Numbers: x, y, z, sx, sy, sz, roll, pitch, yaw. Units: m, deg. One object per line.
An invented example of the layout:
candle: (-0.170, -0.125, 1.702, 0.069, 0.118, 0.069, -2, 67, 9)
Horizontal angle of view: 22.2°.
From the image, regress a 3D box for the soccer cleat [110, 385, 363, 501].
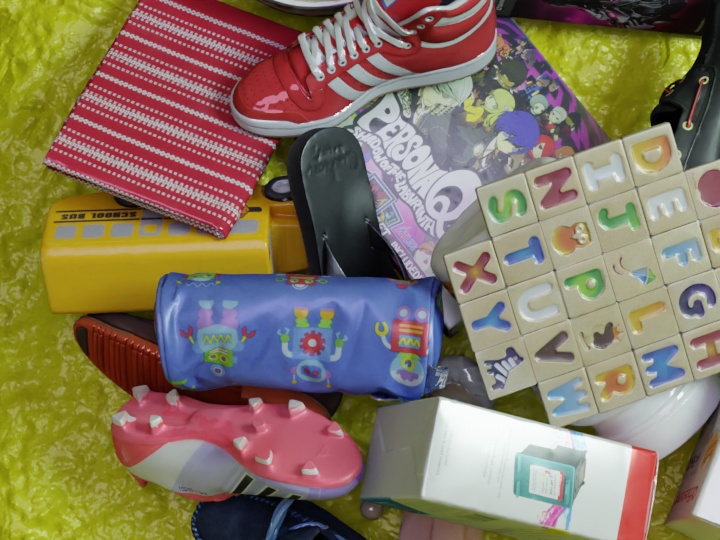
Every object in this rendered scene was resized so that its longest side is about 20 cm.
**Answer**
soccer cleat: (-0.082, 0.129, 1.248, 0.198, 0.077, 0.067, 8, 43, 27)

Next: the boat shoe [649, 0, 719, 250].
boat shoe: (0.230, -0.106, 1.246, 0.063, 0.074, 0.203, 12, 66, 6)

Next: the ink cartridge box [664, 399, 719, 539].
ink cartridge box: (0.295, 0.125, 1.237, 0.124, 0.129, 0.201, 23, 80, 6)

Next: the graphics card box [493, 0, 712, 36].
graphics card box: (0.185, -0.220, 1.292, 0.198, 0.126, 0.051, 6, 70, -7)

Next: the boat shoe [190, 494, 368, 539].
boat shoe: (-0.034, 0.192, 1.243, 0.199, 0.069, 0.085, 15, 84, 26)

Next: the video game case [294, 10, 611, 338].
video game case: (0.074, -0.085, 1.332, 0.181, 0.036, 0.201, -36, 80, -6)

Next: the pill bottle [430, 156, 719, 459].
pill bottle: (0.149, 0.032, 1.247, 0.116, 0.116, 0.200, -42, 101, -6)

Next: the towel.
towel: (-0.122, -0.120, 1.311, 0.144, 0.023, 0.201, 21, 54, 6)

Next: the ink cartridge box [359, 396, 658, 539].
ink cartridge box: (0.114, 0.140, 1.207, 0.198, 0.116, 0.068, 15, 78, -18)

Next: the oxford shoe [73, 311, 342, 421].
oxford shoe: (-0.106, 0.064, 1.305, 0.198, 0.071, 0.073, 21, 54, 7)

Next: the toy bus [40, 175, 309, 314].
toy bus: (-0.120, -0.016, 1.294, 0.198, 0.066, 0.079, -2, 37, 2)

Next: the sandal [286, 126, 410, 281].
sandal: (-0.001, 0.000, 1.270, 0.076, 0.043, 0.202, -31, 110, -34)

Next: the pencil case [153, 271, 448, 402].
pencil case: (-0.039, 0.045, 1.221, 0.198, 0.078, 0.088, 2, 103, 5)

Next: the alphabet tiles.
alphabet tiles: (0.161, 0.005, 1.182, 0.198, 0.006, 0.168, -19, 100, -2)

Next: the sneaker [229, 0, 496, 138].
sneaker: (0.000, -0.163, 1.267, 0.198, 0.113, 0.072, -20, 64, -7)

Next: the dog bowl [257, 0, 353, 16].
dog bowl: (-0.031, -0.278, 1.355, 0.198, 0.074, 0.202, 0, 79, 1)

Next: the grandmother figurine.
grandmother figurine: (0.062, 0.159, 1.277, 0.120, 0.061, 0.202, 7, 82, -6)
